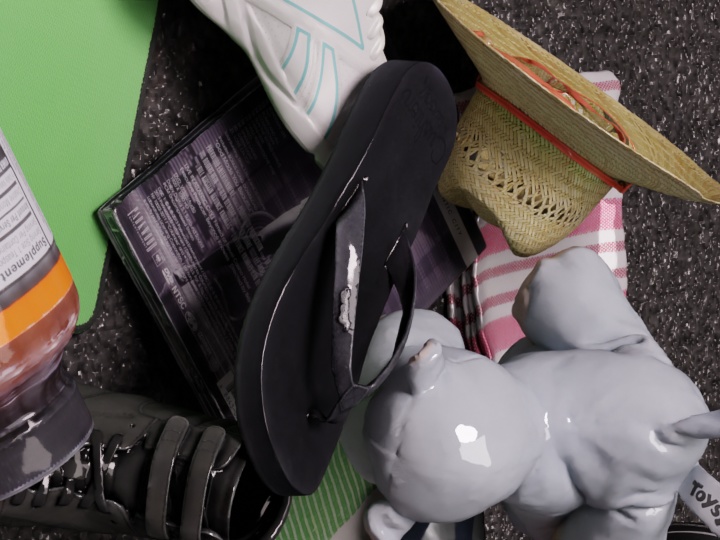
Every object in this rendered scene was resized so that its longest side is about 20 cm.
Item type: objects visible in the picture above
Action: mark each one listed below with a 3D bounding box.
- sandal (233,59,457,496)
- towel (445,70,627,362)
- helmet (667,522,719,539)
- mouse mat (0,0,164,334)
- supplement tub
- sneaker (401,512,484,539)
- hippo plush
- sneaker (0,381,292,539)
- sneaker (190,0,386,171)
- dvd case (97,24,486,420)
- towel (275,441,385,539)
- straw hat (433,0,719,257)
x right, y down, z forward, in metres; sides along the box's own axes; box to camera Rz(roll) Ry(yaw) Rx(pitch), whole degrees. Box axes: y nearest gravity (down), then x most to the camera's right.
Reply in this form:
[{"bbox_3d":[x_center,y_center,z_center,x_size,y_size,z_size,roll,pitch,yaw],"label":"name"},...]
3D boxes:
[{"bbox_3d":[0.000,-0.001,0.909,0.076,0.043,0.201,41,64,-52],"label":"sandal"},{"bbox_3d":[0.102,-0.005,1.162,0.146,0.030,0.201,-14,104,-47],"label":"towel"},{"bbox_3d":[0.187,0.236,1.157,0.199,0.190,0.201,-5,97,-48],"label":"helmet"},{"bbox_3d":[-0.150,-0.083,0.890,0.161,0.008,0.201,19,79,-48],"label":"mouse mat"},{"bbox_3d":[-0.171,-0.013,0.782,0.107,0.107,0.201,-38,112,-39],"label":"supplement tub"},{"bbox_3d":[0.049,0.196,1.051,0.070,0.082,0.201,8,87,-48],"label":"sneaker"},{"bbox_3d":[0.068,0.089,0.984,0.160,0.200,0.160,-6,116,-25],"label":"hippo plush"},{"bbox_3d":[-0.109,0.079,0.883,0.199,0.099,0.071,11,88,-47],"label":"sneaker"},{"bbox_3d":[-0.016,-0.110,0.947,0.080,0.071,0.201,-33,121,7],"label":"sneaker"},{"bbox_3d":[-0.026,-0.019,1.012,0.200,0.016,0.149,-44,117,-38],"label":"dvd case"},{"bbox_3d":[0.001,0.147,1.068,0.153,0.023,0.201,-47,126,-36],"label":"towel"},{"bbox_3d":[0.083,-0.055,1.051,0.201,0.201,0.085,23,106,-47],"label":"straw hat"}]
